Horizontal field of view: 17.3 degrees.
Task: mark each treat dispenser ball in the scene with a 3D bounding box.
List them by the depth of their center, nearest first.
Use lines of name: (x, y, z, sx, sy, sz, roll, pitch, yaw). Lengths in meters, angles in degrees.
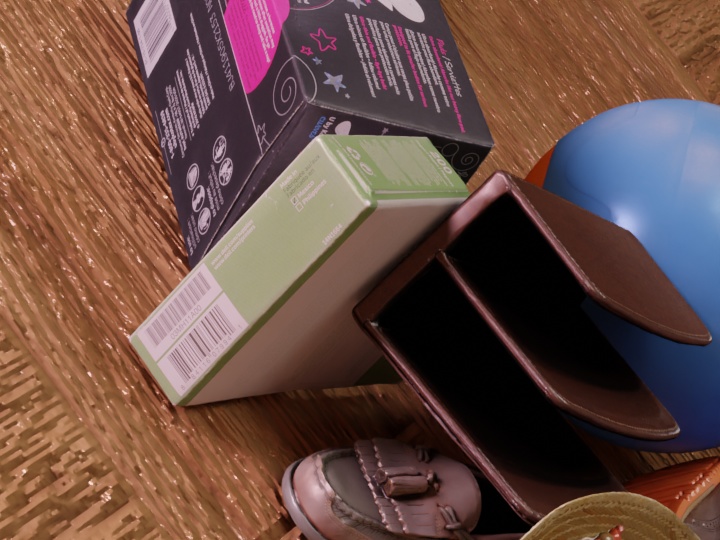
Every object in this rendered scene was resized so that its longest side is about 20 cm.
treat dispenser ball: (0.176, 0.003, 1.353, 0.200, 0.201, 0.202, 37, 30, -25)

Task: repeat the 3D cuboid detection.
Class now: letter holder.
letter holder: (0.109, 0.050, 1.155, 0.142, 0.101, 0.200, 52, 14, 21)

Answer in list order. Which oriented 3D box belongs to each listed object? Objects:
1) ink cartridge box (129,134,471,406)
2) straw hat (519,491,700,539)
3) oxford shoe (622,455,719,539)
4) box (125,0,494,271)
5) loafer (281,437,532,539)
ink cartridge box: (0.000, 0.000, 1.145, 0.048, 0.146, 0.200, 53, 26, 18)
straw hat: (0.079, 0.185, 1.091, 0.200, 0.202, 0.085, 23, -5, -43)
oxford shoe: (0.167, 0.160, 1.309, 0.200, 0.071, 0.073, -36, 106, -59)
box: (-0.031, -0.099, 1.217, 0.114, 0.132, 0.201, 11, 42, -30)
loafer: (0.047, 0.115, 1.164, 0.199, 0.063, 0.072, 22, 39, -44)
